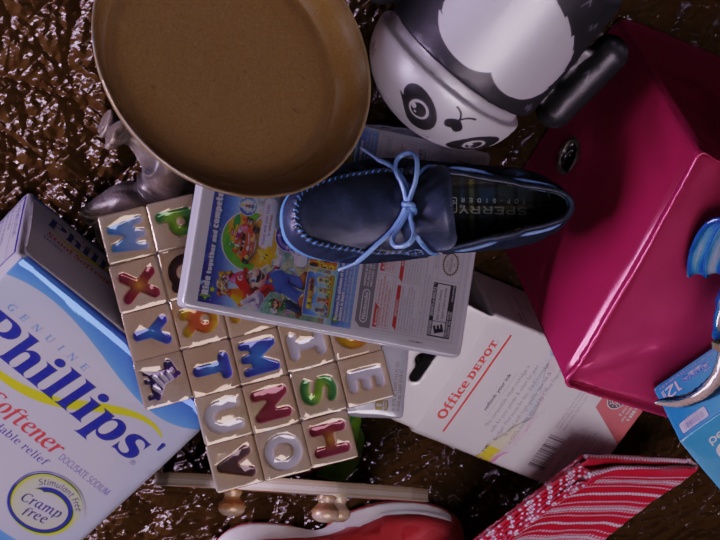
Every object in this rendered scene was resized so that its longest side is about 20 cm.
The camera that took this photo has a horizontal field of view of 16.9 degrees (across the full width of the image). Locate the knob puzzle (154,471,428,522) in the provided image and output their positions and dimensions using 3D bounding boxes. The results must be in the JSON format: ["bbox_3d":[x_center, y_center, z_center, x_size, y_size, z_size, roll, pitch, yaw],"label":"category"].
[{"bbox_3d":[-0.045,0.167,1.762,0.219,0.220,0.031,6,84,-16],"label":"knob puzzle"}]

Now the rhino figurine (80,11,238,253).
[{"bbox_3d":[-0.133,-0.085,1.657,0.087,0.060,0.200,20,120,-18],"label":"rhino figurine"}]

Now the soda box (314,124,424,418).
[{"bbox_3d":[0.000,0.000,1.682,0.064,0.068,0.200,4,90,-16],"label":"soda box"}]

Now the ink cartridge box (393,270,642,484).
[{"bbox_3d":[0.107,0.078,1.808,0.200,0.068,0.117,23,113,-26],"label":"ink cartridge box"}]

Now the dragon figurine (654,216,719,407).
[{"bbox_3d":[0.248,0.002,1.561,0.059,0.100,0.200,7,139,-18],"label":"dragon figurine"}]

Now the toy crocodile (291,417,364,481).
[{"bbox_3d":[-0.049,0.123,1.750,0.067,0.200,0.062,13,92,17],"label":"toy crocodile"}]

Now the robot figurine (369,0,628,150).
[{"bbox_3d":[0.094,-0.173,1.612,0.200,0.150,0.125,-49,164,18],"label":"robot figurine"}]

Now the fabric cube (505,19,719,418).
[{"bbox_3d":[0.239,-0.023,1.697,0.200,0.199,0.196,19,116,-22],"label":"fabric cube"}]

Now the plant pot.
[{"bbox_3d":[-0.087,-0.136,1.579,0.200,0.200,0.027,18,152,-22],"label":"plant pot"}]

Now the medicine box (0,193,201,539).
[{"bbox_3d":[-0.230,0.084,1.694,0.182,0.103,0.200,40,109,-19],"label":"medicine box"}]

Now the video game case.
[{"bbox_3d":[-0.016,-0.029,1.624,0.200,0.018,0.144,11,84,-20],"label":"video game case"}]

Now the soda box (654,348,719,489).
[{"bbox_3d":[0.300,0.060,1.606,0.200,0.064,0.068,-35,122,10],"label":"soda box"}]

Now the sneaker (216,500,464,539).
[{"bbox_3d":[-0.009,0.243,1.855,0.200,0.116,0.078,-9,123,-7],"label":"sneaker"}]

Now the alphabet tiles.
[{"bbox_3d":[-0.073,0.041,1.632,0.167,0.008,0.200,-14,92,-8],"label":"alphabet tiles"}]

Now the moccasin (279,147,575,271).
[{"bbox_3d":[0.047,-0.047,1.602,0.200,0.068,0.081,-8,90,-21],"label":"moccasin"}]

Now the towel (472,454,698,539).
[{"bbox_3d":[0.150,0.202,1.862,0.144,0.023,0.200,6,141,-47],"label":"towel"}]
